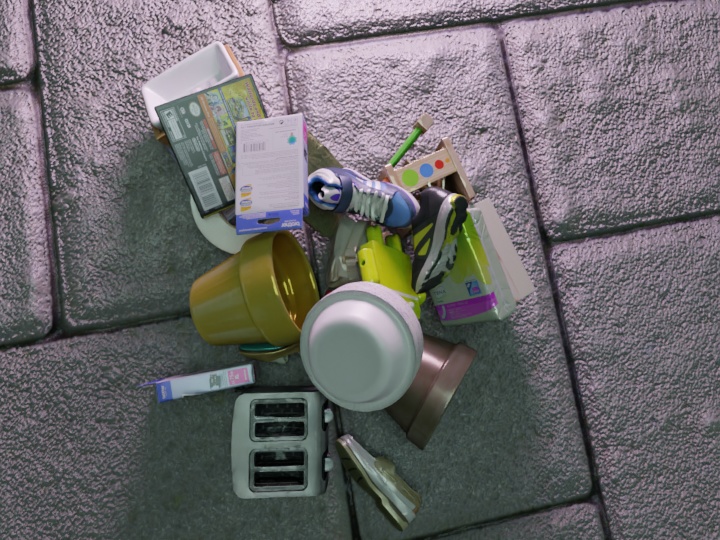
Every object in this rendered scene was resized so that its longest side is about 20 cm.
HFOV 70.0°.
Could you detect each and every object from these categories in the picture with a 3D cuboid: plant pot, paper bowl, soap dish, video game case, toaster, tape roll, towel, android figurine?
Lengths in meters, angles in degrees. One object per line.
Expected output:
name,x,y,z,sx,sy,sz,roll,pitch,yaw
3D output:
plant pot,-0.194,0.048,0.929,0.186,0.200,0.205,-18,84,15
paper bowl,-0.003,0.127,0.823,0.196,0.104,0.205,4,101,18
soap dish,-0.310,-0.332,0.984,0.198,0.082,0.158,-31,55,-1
video game case,-0.240,-0.221,0.920,0.178,0.025,0.203,-24,105,-14
plant pot,0.093,0.193,0.947,0.172,0.200,0.202,29,80,16
toaster,-0.147,0.301,0.932,0.195,0.119,0.185,1,82,-5
tape roll,-0.221,-0.132,0.974,0.199,0.037,0.208,-3,98,-17
towel,-0.089,-0.162,0.978,0.036,0.199,0.151,11,76,37
android figurine,0.058,0.021,0.928,0.041,0.181,0.204,-25,62,32

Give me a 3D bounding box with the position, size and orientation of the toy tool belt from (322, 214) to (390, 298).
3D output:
toy tool belt,0.000,0.000,0.979,0.120,0.125,0.204,12,62,-9

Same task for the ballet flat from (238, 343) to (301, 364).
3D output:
ballet flat,-0.131,0.147,0.984,0.196,0.069,0.064,-14,113,-4

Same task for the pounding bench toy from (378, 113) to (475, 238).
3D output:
pounding bench toy,0.102,-0.189,1.015,0.154,0.124,0.203,-23,85,-7

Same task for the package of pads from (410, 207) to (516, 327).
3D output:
package of pads,0.185,-0.001,0.958,0.067,0.154,0.204,-22,93,-34

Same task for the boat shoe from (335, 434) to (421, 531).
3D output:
boat shoe,0.032,0.383,0.966,0.068,0.075,0.201,-37,85,-28

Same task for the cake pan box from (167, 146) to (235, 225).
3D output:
cake pan box,-0.249,-0.217,1.026,0.184,0.052,0.200,-42,88,-7

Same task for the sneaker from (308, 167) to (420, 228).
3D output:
sneaker,-0.006,-0.120,0.907,0.198,0.146,0.082,30,118,22

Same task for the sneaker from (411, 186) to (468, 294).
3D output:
sneaker,0.124,-0.054,0.898,0.074,0.203,0.084,-12,40,-40

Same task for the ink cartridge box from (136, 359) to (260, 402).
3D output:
ink cartridge box,-0.285,0.200,0.932,0.196,0.119,0.043,-8,85,-7

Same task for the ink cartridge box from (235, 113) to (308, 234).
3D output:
ink cartridge box,-0.148,-0.157,0.861,0.117,0.042,0.204,-5,73,8

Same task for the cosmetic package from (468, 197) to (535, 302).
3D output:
cosmetic package,0.241,-0.023,1.008,0.086,0.103,0.203,-23,83,-28
